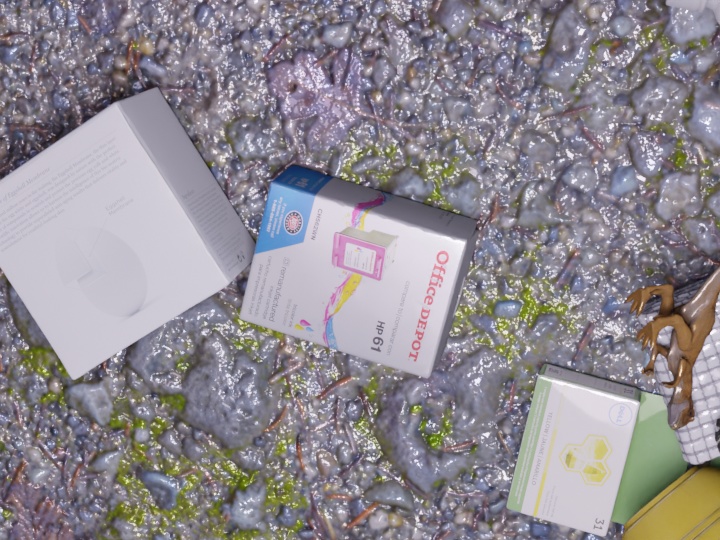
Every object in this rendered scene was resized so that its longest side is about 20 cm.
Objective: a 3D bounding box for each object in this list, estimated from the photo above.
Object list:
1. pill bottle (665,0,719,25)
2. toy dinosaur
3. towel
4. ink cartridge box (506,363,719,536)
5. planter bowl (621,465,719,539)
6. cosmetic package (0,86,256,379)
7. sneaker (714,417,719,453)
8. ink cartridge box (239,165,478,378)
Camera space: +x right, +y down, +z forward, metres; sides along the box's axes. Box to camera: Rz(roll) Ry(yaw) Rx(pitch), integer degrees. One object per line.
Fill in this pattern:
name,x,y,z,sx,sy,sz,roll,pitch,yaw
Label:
pill bottle,0.370,-0.254,1.298,0.198,0.113,0.114,14,107,8
toy dinosaur,0.293,0.039,1.329,0.105,0.060,0.201,11,110,-26
towel,0.367,0.074,1.394,0.199,0.086,0.167,-21,100,9
ink cartridge box,0.255,0.187,1.471,0.198,0.048,0.147,15,106,11
planter bowl,0.305,0.242,1.407,0.200,0.200,0.084,-46,73,18
cosmetic package,-0.241,-0.039,1.480,0.198,0.123,0.201,-30,98,18
sneaker,0.401,0.098,1.329,0.090,0.079,0.201,29,108,-22
ink cartridge box,0.000,0.000,1.458,0.198,0.085,0.146,16,107,6
